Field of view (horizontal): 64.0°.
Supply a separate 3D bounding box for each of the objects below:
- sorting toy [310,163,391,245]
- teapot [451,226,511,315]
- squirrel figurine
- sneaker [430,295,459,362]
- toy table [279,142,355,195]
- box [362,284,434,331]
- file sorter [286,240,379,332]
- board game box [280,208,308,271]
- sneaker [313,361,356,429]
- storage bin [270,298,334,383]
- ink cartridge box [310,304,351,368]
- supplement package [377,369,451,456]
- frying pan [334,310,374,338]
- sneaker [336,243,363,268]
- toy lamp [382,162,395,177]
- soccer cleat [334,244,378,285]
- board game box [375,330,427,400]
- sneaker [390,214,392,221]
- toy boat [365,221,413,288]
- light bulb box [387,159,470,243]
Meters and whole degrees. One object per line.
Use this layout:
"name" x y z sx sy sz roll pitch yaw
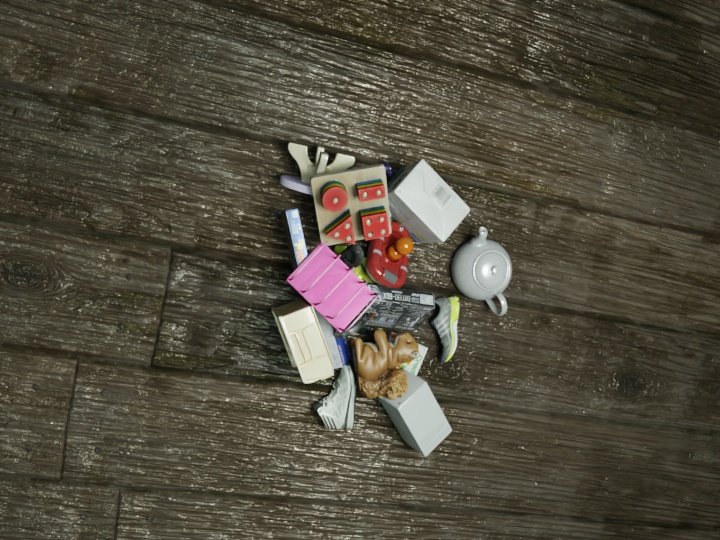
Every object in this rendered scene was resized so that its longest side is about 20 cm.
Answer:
"sorting toy" -0.019 -0.160 1.523 0.197 0.070 0.202 -10 122 -4
"teapot" 0.373 0.003 1.709 0.199 0.146 0.199 28 87 -14
"squirrel figurine" 0.077 0.265 1.626 0.185 0.142 0.202 -7 75 -9
"sneaker" 0.248 0.175 1.735 0.080 0.074 0.202 4 86 -4
"toy table" -0.113 -0.273 1.575 0.198 0.184 0.118 7 109 -22
"box" 0.093 0.110 1.643 0.198 0.158 0.050 8 58 -13
"file sorter" -0.068 0.042 1.468 0.200 0.125 0.139 45 81 -5
"board game box" -0.175 -0.065 1.581 0.034 0.135 0.202 -13 95 -13
"sneaker" -0.076 0.362 1.658 0.114 0.076 0.203 0 96 -15
"storage bin" -0.158 0.189 1.567 0.093 0.200 0.200 -21 98 -13
"ink cartridge box" -0.083 0.168 1.633 0.044 0.094 0.202 -14 97 16
"supplement package" 0.156 0.409 1.664 0.117 0.117 0.201 -38 117 -18
"frying pan" -0.001 0.145 1.618 0.031 0.189 0.115 54 124 23
"sneaker" -0.074 -0.002 1.595 0.104 0.200 0.060 -31 87 -37
"toy lamp" 0.012 -0.227 1.656 0.058 0.058 0.200 45 82 -12
"soccer cleat" 0.001 0.000 1.660 0.199 0.065 0.084 35 81 -14
"board game box" 0.105 0.297 1.718 0.125 0.035 0.202 24 88 -14
"sneaker" -0.005 -0.126 1.623 0.199 0.073 0.071 -25 90 16
"toy boat" 0.098 -0.054 1.619 0.130 0.130 0.201 30 51 -25
"light bulb box" 0.169 -0.187 1.621 0.198 0.200 0.125 44 82 -12
